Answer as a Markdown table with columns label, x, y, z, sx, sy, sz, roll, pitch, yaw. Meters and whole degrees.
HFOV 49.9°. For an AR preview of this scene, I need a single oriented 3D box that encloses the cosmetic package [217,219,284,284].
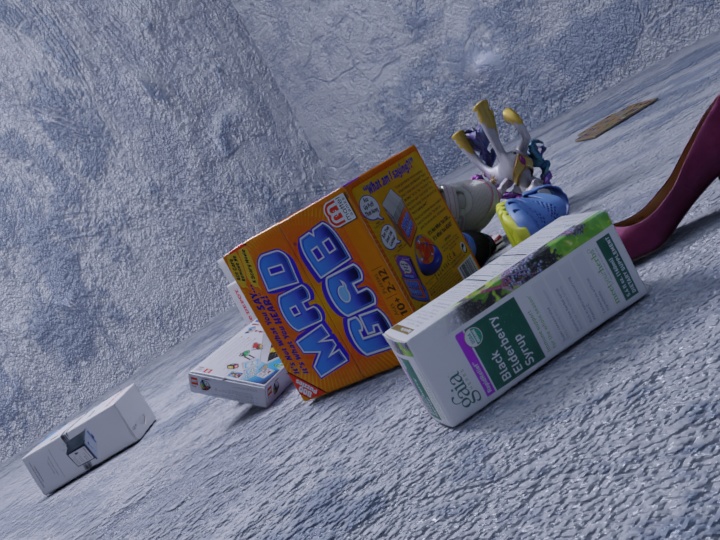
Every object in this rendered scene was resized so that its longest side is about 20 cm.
| label | x | y | z | sx | sy | sz | roll | pitch | yaw |
| --- | --- | --- | --- | --- | --- | --- | --- | --- | --- |
| cosmetic package | -0.163 | 0.009 | 1.660 | 0.164 | 0.202 | 0.165 | -27 | 7 | 32 |

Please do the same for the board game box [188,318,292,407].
| label | x | y | z | sx | sy | sz | roll | pitch | yaw |
| --- | --- | --- | --- | --- | --- | --- | --- | --- | --- |
| board game box | -0.144 | 0.128 | 1.138 | 0.124 | 0.035 | 0.200 | 7 | 23 | 22 |

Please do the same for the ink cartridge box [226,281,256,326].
| label | x | y | z | sx | sy | sz | roll | pitch | yaw |
| --- | --- | --- | --- | --- | --- | --- | --- | --- | --- |
| ink cartridge box | -0.143 | 0.048 | 1.496 | 0.199 | 0.147 | 0.084 | -26 | 3 | 38 |

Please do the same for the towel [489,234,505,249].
| label | x | y | z | sx | sy | sz | roll | pitch | yaw |
| --- | --- | --- | --- | --- | --- | --- | --- | --- | --- |
| towel | 0.126 | -0.004 | 1.216 | 0.143 | 0.023 | 0.200 | -34 | 7 | -20 |

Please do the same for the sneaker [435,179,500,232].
| label | x | y | z | sx | sy | sz | roll | pitch | yaw |
| --- | --- | --- | --- | --- | --- | --- | --- | --- | --- |
| sneaker | 0.096 | -0.079 | 1.055 | 0.197 | 0.082 | 0.088 | -19 | -20 | 1 |

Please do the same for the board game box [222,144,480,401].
| label | x | y | z | sx | sy | sz | roll | pitch | yaw |
| --- | --- | --- | --- | --- | --- | --- | --- | --- | --- |
| board game box | 0.000 | 0.000 | 0.943 | 0.198 | 0.202 | 0.200 | -25 | 7 | 34 |

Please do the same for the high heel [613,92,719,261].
| label | x | y | z | sx | sy | sz | roll | pitch | yaw |
| --- | --- | --- | --- | --- | --- | --- | --- | --- | --- |
| high heel | 0.275 | -0.077 | 0.726 | 0.198 | 0.097 | 0.067 | -30 | 6 | 7 |

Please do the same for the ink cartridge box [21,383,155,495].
| label | x | y | z | sx | sy | sz | roll | pitch | yaw |
| --- | --- | --- | --- | --- | --- | --- | --- | --- | --- |
| ink cartridge box | -0.501 | 0.312 | 1.445 | 0.198 | 0.087 | 0.146 | -32 | 6 | 2 |

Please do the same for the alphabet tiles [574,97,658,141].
| label | x | y | z | sx | sy | sz | roll | pitch | yaw |
| --- | --- | --- | --- | --- | --- | --- | --- | --- | --- |
| alphabet tiles | 0.579 | -0.345 | 1.799 | 0.166 | 0.008 | 0.200 | -32 | 6 | 1 |

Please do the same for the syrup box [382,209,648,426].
| label | x | y | z | sx | sy | sz | roll | pitch | yaw |
| --- | --- | --- | --- | --- | --- | --- | --- | --- | --- |
| syrup box | 0.124 | 0.036 | 0.638 | 0.198 | 0.079 | 0.081 | -32 | 7 | -11 |

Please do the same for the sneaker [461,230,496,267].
| label | x | y | z | sx | sy | sz | roll | pitch | yaw |
| --- | --- | --- | --- | --- | --- | --- | --- | --- | --- |
| sneaker | 0.102 | 0.009 | 1.070 | 0.077 | 0.071 | 0.199 | -3 | -24 | -47 |

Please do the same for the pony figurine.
| label | x | y | z | sx | sy | sz | roll | pitch | yaw |
| --- | --- | --- | --- | --- | --- | --- | --- | --- | --- |
| pony figurine | 0.220 | -0.143 | 1.188 | 0.165 | 0.202 | 0.193 | -27 | -7 | -19 |

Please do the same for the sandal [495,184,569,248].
| label | x | y | z | sx | sy | sz | roll | pitch | yaw |
| --- | --- | --- | --- | --- | --- | --- | --- | --- | --- |
| sandal | 0.231 | -0.073 | 1.019 | 0.086 | 0.080 | 0.200 | -24 | 10 | 19 |
